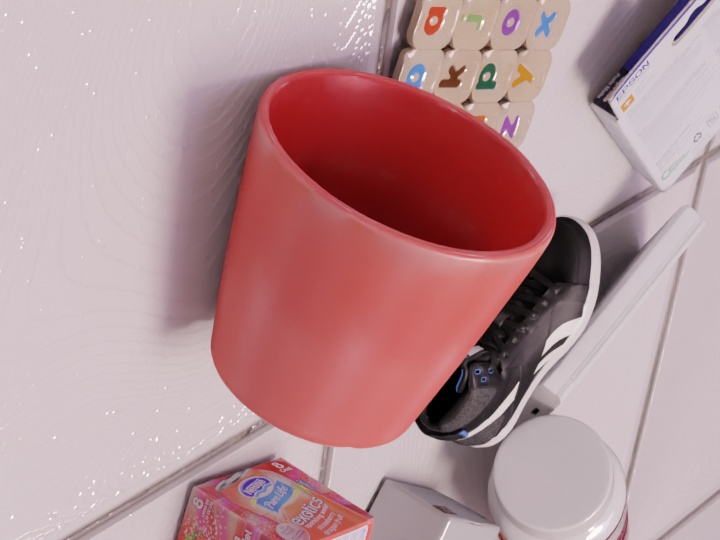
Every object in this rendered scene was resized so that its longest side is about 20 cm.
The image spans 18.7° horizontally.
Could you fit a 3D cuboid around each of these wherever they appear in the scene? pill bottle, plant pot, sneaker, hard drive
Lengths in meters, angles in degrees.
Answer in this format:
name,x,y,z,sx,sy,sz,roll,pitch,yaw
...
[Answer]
name,x,y,z,sx,sy,sz,roll,pitch,yaw
pill bottle,0.164,0.194,1.817,0.114,0.114,0.200,-53,161,-12
plant pot,0.000,0.000,1.369,0.200,0.200,0.178,-19,141,-49
sneaker,0.110,0.047,1.680,0.112,0.073,0.201,10,109,-61
hard drive,0.201,0.042,1.813,0.200,0.026,0.132,-49,176,-19

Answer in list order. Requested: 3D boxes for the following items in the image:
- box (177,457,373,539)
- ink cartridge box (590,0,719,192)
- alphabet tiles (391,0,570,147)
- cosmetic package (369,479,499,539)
name,x,y,z,sx,sy,sz,roll,pitch,yaw
box,-0.078,0.246,1.542,0.102,0.095,0.201,-14,127,-52
ink cartridge box,0.267,-0.179,1.731,0.200,0.041,0.200,-49,152,-2
alphabet tiles,0.077,-0.137,1.525,0.195,0.015,0.201,-10,124,-54
cosmetic package,0.022,0.272,1.745,0.102,0.074,0.201,23,94,-61
